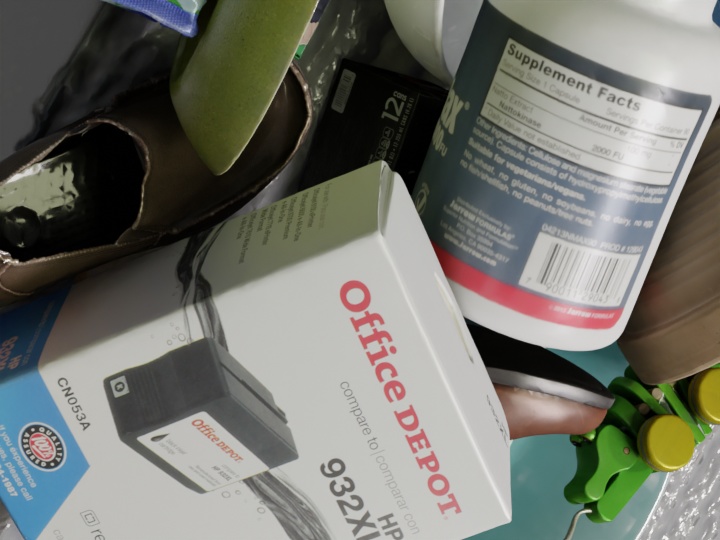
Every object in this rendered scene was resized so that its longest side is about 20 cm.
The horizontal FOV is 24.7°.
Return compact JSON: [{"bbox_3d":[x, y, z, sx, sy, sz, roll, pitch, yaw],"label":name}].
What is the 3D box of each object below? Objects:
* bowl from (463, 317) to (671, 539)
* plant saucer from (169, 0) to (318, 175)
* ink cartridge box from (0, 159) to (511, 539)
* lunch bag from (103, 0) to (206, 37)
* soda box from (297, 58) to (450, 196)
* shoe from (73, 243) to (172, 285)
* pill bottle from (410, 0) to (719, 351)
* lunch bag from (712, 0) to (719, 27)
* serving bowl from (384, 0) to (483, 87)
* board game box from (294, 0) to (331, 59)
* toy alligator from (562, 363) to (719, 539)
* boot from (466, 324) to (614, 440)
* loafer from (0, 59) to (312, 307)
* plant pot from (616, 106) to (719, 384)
[{"bbox_3d":[0.083,0.099,0.944,0.199,0.105,0.203,-21,123,-35],"label":"bowl"},{"bbox_3d":[-0.033,-0.136,0.633,0.031,0.200,0.202,20,98,-12],"label":"plant saucer"},{"bbox_3d":[-0.051,0.063,0.707,0.198,0.084,0.146,-21,110,11],"label":"ink cartridge box"},{"bbox_3d":[-0.123,-0.199,0.582,0.198,0.127,0.172,22,94,-17],"label":"lunch bag"},{"bbox_3d":[0.000,0.000,0.843,0.070,0.063,0.202,9,105,-45],"label":"soda box"},{"bbox_3d":[-0.091,0.061,0.795,0.069,0.053,0.202,-26,125,-32],"label":"shoe"},{"bbox_3d":[0.101,-0.078,0.750,0.119,0.119,0.202,1,117,-43],"label":"pill bottle"},{"bbox_3d":[0.269,-0.133,0.939,0.199,0.093,0.152,29,56,-37],"label":"lunch bag"},{"bbox_3d":[0.066,-0.189,0.784,0.201,0.065,0.201,-51,159,-28],"label":"serving bowl"},{"bbox_3d":[-0.027,-0.214,0.732,0.134,0.029,0.201,29,90,-47],"label":"board game box"},{"bbox_3d":[0.141,0.090,0.883,0.199,0.059,0.054,-38,92,-23],"label":"toy alligator"},{"bbox_3d":[0.021,0.130,0.809,0.186,0.068,0.203,3,106,-20],"label":"boot"},{"bbox_3d":[-0.094,-0.040,0.711,0.199,0.071,0.074,-33,100,-26],"label":"loafer"},{"bbox_3d":[0.198,-0.037,0.826,0.200,0.201,0.093,-36,92,-24],"label":"plant pot"}]
